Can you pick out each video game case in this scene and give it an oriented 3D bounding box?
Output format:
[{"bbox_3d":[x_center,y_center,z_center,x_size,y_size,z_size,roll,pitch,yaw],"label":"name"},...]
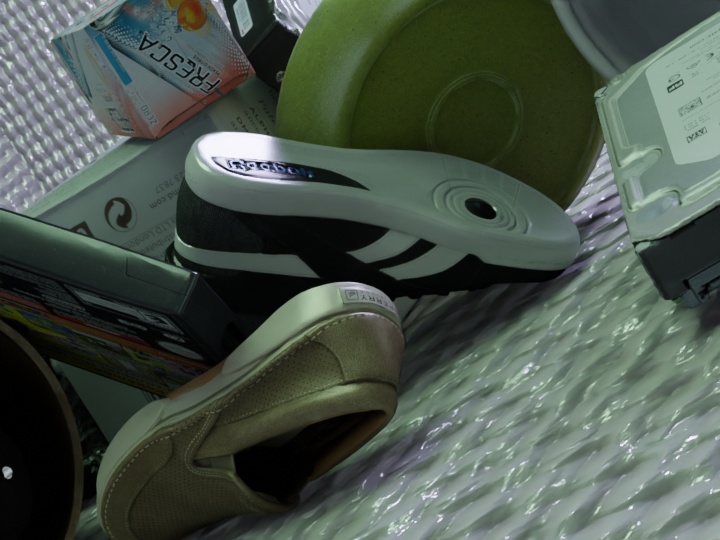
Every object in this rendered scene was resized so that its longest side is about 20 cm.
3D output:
[{"bbox_3d":[-0.135,0.016,1.003,0.026,0.199,0.181,-67,-23,-15],"label":"video game case"}]

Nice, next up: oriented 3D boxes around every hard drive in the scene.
[{"bbox_3d":[0.170,-0.067,0.872,0.139,0.038,0.200,-31,19,14],"label":"hard drive"},{"bbox_3d":[0.010,-0.104,1.162,0.038,0.200,0.140,-45,29,18],"label":"hard drive"}]

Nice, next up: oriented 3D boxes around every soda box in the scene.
[{"bbox_3d":[-0.115,-0.114,1.115,0.063,0.069,0.200,-34,11,-9],"label":"soda box"}]

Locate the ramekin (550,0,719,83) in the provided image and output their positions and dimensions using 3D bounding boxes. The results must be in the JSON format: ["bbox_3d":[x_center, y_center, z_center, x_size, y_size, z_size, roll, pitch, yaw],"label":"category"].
[{"bbox_3d":[0.188,-0.169,1.019,0.200,0.201,0.105,-31,-1,13],"label":"ramekin"}]

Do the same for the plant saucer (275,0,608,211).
[{"bbox_3d":[0.053,-0.079,1.077,0.200,0.200,0.031,-35,35,-9],"label":"plant saucer"}]

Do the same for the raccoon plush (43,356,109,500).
[{"bbox_3d":[-0.195,0.069,1.283,0.097,0.134,0.200,-39,11,-35],"label":"raccoon plush"}]

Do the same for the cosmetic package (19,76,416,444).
[{"bbox_3d":[-0.072,-0.015,1.196,0.164,0.165,0.200,-28,10,24],"label":"cosmetic package"}]

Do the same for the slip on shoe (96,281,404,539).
[{"bbox_3d":[-0.051,0.083,0.942,0.200,0.076,0.061,-39,50,32],"label":"slip on shoe"}]

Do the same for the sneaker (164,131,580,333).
[{"bbox_3d":[0.000,0.000,1.037,0.073,0.199,0.112,-100,24,-55],"label":"sneaker"}]

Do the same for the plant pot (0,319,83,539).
[{"bbox_3d":[-0.230,0.116,1.119,0.187,0.187,0.200,-34,-6,-6],"label":"plant pot"}]
